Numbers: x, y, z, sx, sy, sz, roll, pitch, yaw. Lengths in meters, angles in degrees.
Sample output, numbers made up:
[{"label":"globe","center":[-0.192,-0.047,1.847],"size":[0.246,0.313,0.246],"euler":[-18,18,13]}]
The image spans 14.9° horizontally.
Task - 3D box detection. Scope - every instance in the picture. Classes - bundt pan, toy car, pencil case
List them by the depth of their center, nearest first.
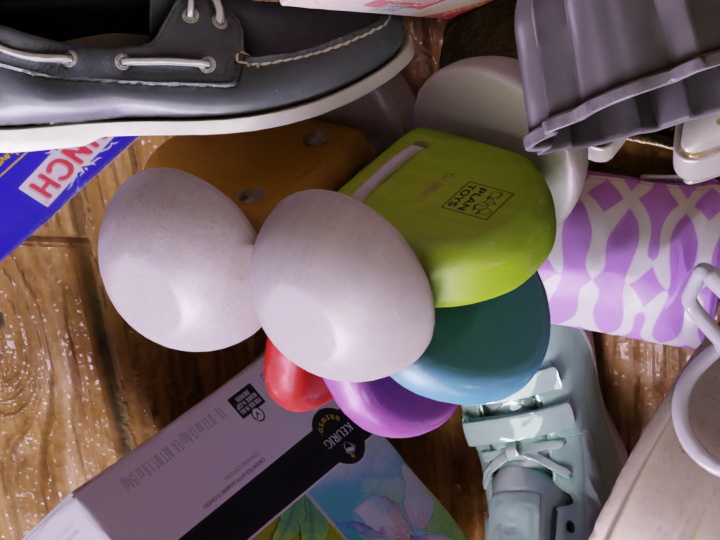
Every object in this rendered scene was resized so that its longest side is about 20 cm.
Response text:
[{"label":"bundt pan","center":[0.148,-0.110,1.058],"size":[0.201,0.202,0.076],"euler":[-19,85,27]},{"label":"toy car","center":[0.000,0.000,1.170],"size":[0.199,0.175,0.151],"euler":[9,126,37]},{"label":"pencil case","center":[0.080,-0.019,1.286],"size":[0.198,0.084,0.086],"euler":[9,101,0]}]

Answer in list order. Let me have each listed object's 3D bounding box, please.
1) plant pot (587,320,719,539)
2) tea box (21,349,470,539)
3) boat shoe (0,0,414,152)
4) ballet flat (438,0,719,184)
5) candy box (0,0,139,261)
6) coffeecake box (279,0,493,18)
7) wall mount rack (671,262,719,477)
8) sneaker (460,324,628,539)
[{"label":"plant pot","center":[0.218,0.145,1.291],"size":[0.183,0.201,0.201],"euler":[29,139,18]},{"label":"tea box","center":[-0.058,0.173,1.373],"size":[0.197,0.200,0.134],"euler":[50,130,2]},{"label":"boat shoe","center":[-0.077,-0.095,1.140],"size":[0.198,0.073,0.062],"euler":[-8,116,-3]},{"label":"ballet flat","center":[0.130,-0.073,1.213],"size":[0.199,0.071,0.071],"euler":[13,136,9]},{"label":"candy box","center":[-0.181,-0.115,1.183],"size":[0.169,0.077,0.200],"euler":[-42,129,6]},{"label":"coffeecake box","center":[0.076,-0.167,1.083],"size":[0.199,0.153,0.074],"euler":[-19,84,28]},{"label":"wall mount rack","center":[0.242,0.035,1.209],"size":[0.174,0.200,0.075],"euler":[49,163,12]},{"label":"sneaker","center":[0.082,0.086,1.362],"size":[0.073,0.119,0.201],"euler":[-11,130,24]}]
